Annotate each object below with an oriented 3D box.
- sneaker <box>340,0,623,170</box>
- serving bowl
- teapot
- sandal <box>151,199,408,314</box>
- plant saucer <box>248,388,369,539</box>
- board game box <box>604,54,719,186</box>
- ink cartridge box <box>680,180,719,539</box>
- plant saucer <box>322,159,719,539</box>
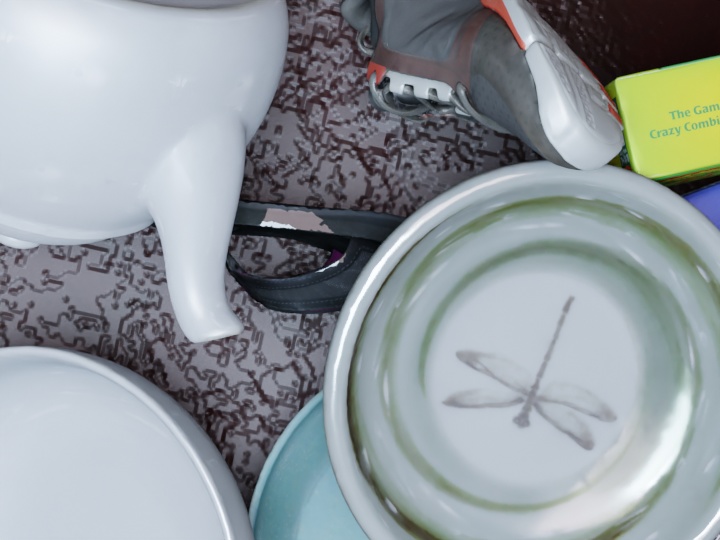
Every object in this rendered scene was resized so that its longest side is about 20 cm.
[{"bbox_3d":[0.047,-0.087,0.838,0.082,0.200,0.077,-42,126,9],"label":"sneaker"},{"bbox_3d":[-0.126,0.131,0.843,0.199,0.066,0.202,1,94,24],"label":"serving bowl"},{"bbox_3d":[-0.135,-0.080,0.814,0.196,0.200,0.147,14,116,-14],"label":"teapot"},{"bbox_3d":[0.001,0.000,0.868,0.199,0.075,0.048,10,84,-4],"label":"sandal"},{"bbox_3d":[0.043,0.135,0.868,0.198,0.036,0.202,3,74,-10],"label":"plant saucer"},{"bbox_3d":[0.207,-0.079,0.871,0.198,0.102,0.048,-13,88,-4],"label":"board game box"},{"bbox_3d":[0.172,0.063,0.892,0.093,0.044,0.201,-20,89,-6],"label":"ink cartridge box"},{"bbox_3d":[0.079,0.049,0.834,0.198,0.050,0.202,-2,101,-9],"label":"plant saucer"}]
